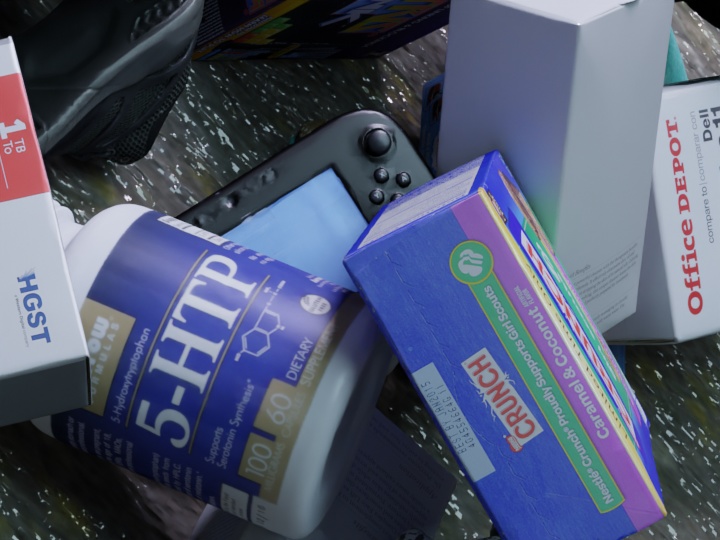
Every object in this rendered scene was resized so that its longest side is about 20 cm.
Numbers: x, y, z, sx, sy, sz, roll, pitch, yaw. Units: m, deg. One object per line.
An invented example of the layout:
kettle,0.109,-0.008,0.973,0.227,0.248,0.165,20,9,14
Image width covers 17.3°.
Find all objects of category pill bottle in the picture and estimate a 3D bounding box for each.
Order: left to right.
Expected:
pill bottle,-0.095,0.037,1.129,0.200,0.120,0.120,21,45,9

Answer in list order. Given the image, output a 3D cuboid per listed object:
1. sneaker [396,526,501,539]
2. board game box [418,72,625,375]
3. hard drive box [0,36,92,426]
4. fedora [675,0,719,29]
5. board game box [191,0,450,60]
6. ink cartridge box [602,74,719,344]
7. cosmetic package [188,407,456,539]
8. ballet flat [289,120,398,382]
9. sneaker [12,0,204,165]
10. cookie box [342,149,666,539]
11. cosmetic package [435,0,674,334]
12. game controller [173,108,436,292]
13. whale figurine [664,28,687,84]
sneaker,0.100,0.153,1.187,0.200,0.077,0.089,2,49,-30
board game box,0.095,-0.004,1.405,0.151,0.037,0.200,29,48,-32
hard drive box,-0.231,0.000,1.034,0.200,0.077,0.156,-14,72,-11
fedora,0.163,-0.214,1.373,0.091,0.201,0.201,-19,77,-15
board game box,0.010,-0.173,1.334,0.165,0.200,0.057,-4,78,-42
ink cartridge box,0.217,-0.043,1.407,0.200,0.083,0.147,-13,96,-37
cosmetic package,-0.035,0.156,1.188,0.102,0.074,0.200,42,46,-14
ballet flat,0.000,0.000,1.309,0.071,0.065,0.200,55,26,-61
sneaker,-0.162,-0.076,1.216,0.199,0.114,0.076,-40,70,-21
cookie box,0.072,0.039,1.131,0.171,0.075,0.200,60,9,-5
cosmetic package,0.101,-0.061,1.268,0.108,0.085,0.200,-26,127,-49
game controller,-0.044,0.002,1.228,0.200,0.042,0.104,-33,81,-13
whale figurine,0.167,-0.129,1.490,0.200,0.104,0.159,46,10,-1
